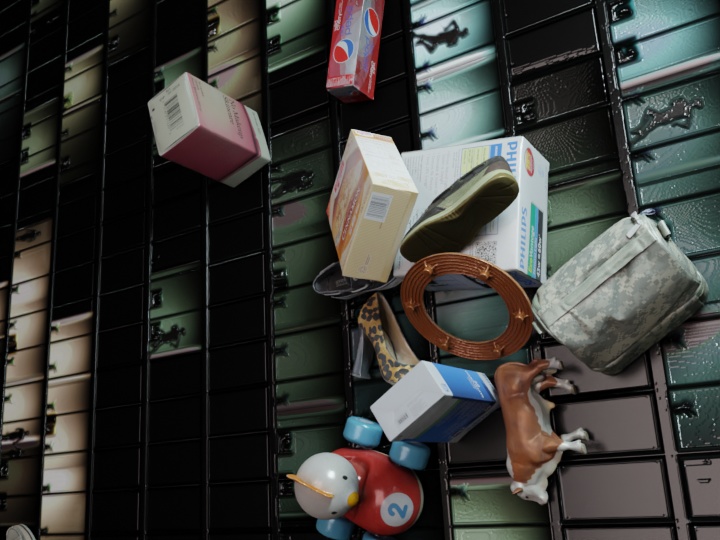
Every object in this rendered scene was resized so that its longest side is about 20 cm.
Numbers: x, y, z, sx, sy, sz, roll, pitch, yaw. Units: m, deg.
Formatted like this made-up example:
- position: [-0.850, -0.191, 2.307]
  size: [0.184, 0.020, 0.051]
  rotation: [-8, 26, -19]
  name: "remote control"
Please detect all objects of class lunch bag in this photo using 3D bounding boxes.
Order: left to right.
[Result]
- position: [0.329, 0.025, 0.986]
  size: [0.200, 0.167, 0.140]
  rotation: [-43, 59, 18]
  name: "lunch bag"

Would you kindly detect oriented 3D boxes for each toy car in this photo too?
- position: [-0.021, 0.325, 1.133]
  size: [0.176, 0.200, 0.185]
  rotation: [17, 89, 35]
  name: "toy car"

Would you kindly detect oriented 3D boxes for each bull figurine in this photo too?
- position: [0.246, 0.218, 1.062]
  size: [0.121, 0.065, 0.201]
  rotation: [-20, 70, 25]
  name: "bull figurine"

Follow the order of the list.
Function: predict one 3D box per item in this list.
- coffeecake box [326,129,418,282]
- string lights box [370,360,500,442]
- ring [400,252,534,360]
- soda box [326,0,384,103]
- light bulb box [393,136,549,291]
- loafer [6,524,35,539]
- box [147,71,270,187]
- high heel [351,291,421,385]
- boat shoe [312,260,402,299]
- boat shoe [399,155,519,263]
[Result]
- position: [0.012, -0.103, 1.169]
  size: [0.200, 0.073, 0.154]
  rotation: [-107, 30, -57]
  name: "coffeecake box"
- position: [0.113, 0.189, 1.074]
  size: [0.103, 0.200, 0.059]
  rotation: [-44, 59, 17]
  name: "string lights box"
- position: [0.149, 0.059, 1.103]
  size: [0.200, 0.201, 0.019]
  rotation: [-5, 35, 33]
  name: "ring"
- position: [-0.009, -0.408, 1.377]
  size: [0.063, 0.070, 0.201]
  rotation: [1, 79, 34]
  name: "soda box"
- position: [0.167, -0.077, 1.146]
  size: [0.199, 0.125, 0.199]
  rotation: [-3, 77, 32]
  name: "light bulb box"
- position: [-0.716, 0.627, 1.617]
  size: [0.072, 0.063, 0.200]
  rotation: [-46, 58, 17]
  name: "loafer"
- position: [-0.283, -0.261, 1.448]
  size: [0.109, 0.200, 0.128]
  rotation: [-30, 64, 24]
  name: "box"
- position: [0.071, 0.109, 1.201]
  size: [0.199, 0.071, 0.143]
  rotation: [5, 83, 40]
  name: "high heel"
- position: [0.000, 0.000, 1.251]
  size: [0.199, 0.068, 0.072]
  rotation: [-20, 73, 43]
  name: "boat shoe"
- position: [0.134, -0.082, 1.057]
  size: [0.201, 0.072, 0.066]
  rotation: [-39, 33, 35]
  name: "boat shoe"
